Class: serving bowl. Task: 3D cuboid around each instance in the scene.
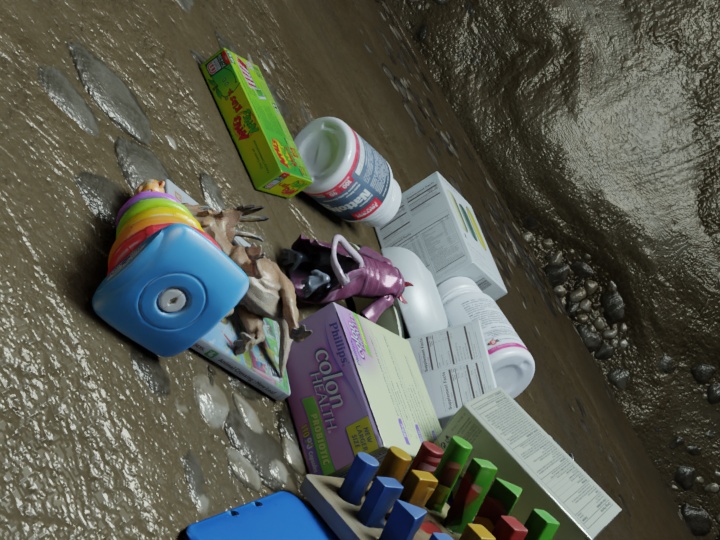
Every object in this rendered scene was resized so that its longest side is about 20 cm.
[{"bbox_3d":[0.091,0.054,1.424,0.200,0.065,0.204,-19,91,-88],"label":"serving bowl"}]

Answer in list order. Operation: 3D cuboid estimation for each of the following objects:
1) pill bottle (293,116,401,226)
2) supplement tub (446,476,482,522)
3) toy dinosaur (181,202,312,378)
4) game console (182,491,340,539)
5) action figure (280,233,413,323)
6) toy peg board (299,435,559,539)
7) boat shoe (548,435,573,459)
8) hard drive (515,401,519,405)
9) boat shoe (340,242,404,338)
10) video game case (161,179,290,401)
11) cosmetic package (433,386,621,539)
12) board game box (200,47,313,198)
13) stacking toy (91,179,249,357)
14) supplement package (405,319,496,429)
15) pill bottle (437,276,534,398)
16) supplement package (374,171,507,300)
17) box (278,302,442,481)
[{"bbox_3d":[-0.017,-0.145,1.450,0.199,0.118,0.121,32,33,-55],"label":"pill bottle"},{"bbox_3d":[0.133,0.337,1.074,0.146,0.144,0.201,51,20,-23],"label":"supplement tub"},{"bbox_3d":[-0.109,0.008,0.964,0.201,0.085,0.136,57,10,-27],"label":"toy dinosaur"},{"bbox_3d":[-0.063,0.300,0.804,0.199,0.116,0.175,8,85,-67],"label":"game console"},{"bbox_3d":[0.000,0.000,1.221,0.197,0.148,0.136,11,59,-34],"label":"action figure"},{"bbox_3d":[0.079,0.238,0.910,0.197,0.099,0.199,19,12,-42],"label":"toy peg board"},{"bbox_3d":[0.281,0.293,1.290,0.075,0.061,0.202,-95,168,-46],"label":"boat shoe"},{"bbox_3d":[0.229,0.256,1.288,0.200,0.025,0.135,31,46,-82],"label":"hard drive"},{"bbox_3d":[0.023,0.050,1.332,0.063,0.073,0.204,21,37,-50],"label":"boat shoe"},{"bbox_3d":[-0.148,0.021,0.996,0.182,0.022,0.202,41,26,-46],"label":"video game case"},{"bbox_3d":[0.190,0.236,1.059,0.200,0.074,0.103,47,29,22],"label":"cosmetic package"},{"bbox_3d":[-0.146,-0.206,1.310,0.203,0.047,0.101,64,19,13],"label":"board game box"},{"bbox_3d":[-0.190,-0.031,0.868,0.110,0.116,0.201,42,14,-38],"label":"stacking toy"},{"bbox_3d":[0.144,0.202,1.278,0.157,0.109,0.202,-97,170,-51],"label":"supplement package"},{"bbox_3d":[0.187,0.108,1.481,0.113,0.113,0.201,42,13,-42],"label":"pill bottle"},{"bbox_3d":[0.138,-0.030,1.641,0.151,0.149,0.203,35,30,-51],"label":"supplement package"},{"bbox_3d":[0.006,0.159,1.083,0.199,0.096,0.178,32,33,-57],"label":"box"}]
